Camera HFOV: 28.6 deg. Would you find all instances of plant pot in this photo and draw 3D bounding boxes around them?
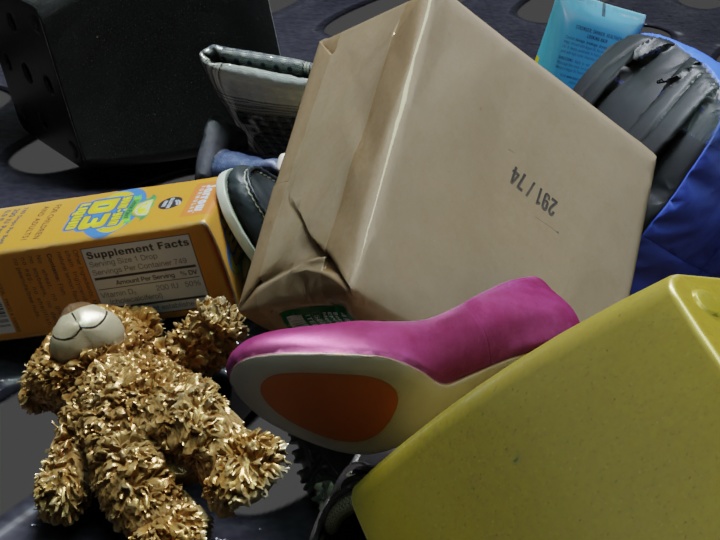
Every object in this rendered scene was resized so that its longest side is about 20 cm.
[{"bbox_3d":[0.148,0.114,0.571,0.198,0.177,0.201,4,45,-37],"label":"plant pot"},{"bbox_3d":[-0.192,-0.191,1.144,0.176,0.202,0.199,-28,34,-24],"label":"plant pot"}]

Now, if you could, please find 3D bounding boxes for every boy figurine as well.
[{"bbox_3d":[-0.020,-0.065,1.012,0.197,0.065,0.124,10,-3,21],"label":"boy figurine"}]

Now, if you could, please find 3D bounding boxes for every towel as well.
[{"bbox_3d":[-0.006,-0.097,1.060,0.197,0.193,0.035,11,70,16],"label":"towel"}]

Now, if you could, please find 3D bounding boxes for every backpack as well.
[{"bbox_3d":[0.195,-0.047,0.951,0.167,0.201,0.163,19,19,-37],"label":"backpack"}]

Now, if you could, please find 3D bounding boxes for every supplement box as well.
[{"bbox_3d":[-0.166,-0.006,0.861,0.197,0.070,0.067,-6,30,13],"label":"supplement box"}]

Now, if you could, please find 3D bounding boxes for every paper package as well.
[{"bbox_3d":[0.057,-0.022,0.789,0.199,0.193,0.103,31,-27,-33],"label":"paper package"}]

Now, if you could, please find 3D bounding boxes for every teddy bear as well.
[{"bbox_3d":[-0.117,0.076,0.745,0.144,0.067,0.201,-34,46,11],"label":"teddy bear"}]

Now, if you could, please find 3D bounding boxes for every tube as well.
[{"bbox_3d":[0.137,-0.099,1.022,0.077,0.202,0.050,7,26,-32],"label":"tube"}]

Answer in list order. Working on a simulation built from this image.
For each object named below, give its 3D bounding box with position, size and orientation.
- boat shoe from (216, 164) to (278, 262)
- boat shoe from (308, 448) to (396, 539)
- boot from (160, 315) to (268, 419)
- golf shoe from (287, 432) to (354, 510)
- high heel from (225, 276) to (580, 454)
[{"bbox_3d":[0.000,0.002,0.845,0.200,0.066,0.075,49,29,-13],"label":"boat shoe"},{"bbox_3d":[0.013,0.124,0.654,0.072,0.065,0.202,-1,48,21],"label":"boat shoe"},{"bbox_3d":[-0.093,0.021,0.915,0.163,0.066,0.200,2,34,34],"label":"boot"},{"bbox_3d":[0.043,0.121,0.763,0.199,0.078,0.088,34,19,32],"label":"golf shoe"},{"bbox_3d":[0.024,0.030,0.665,0.197,0.068,0.097,5,46,-24],"label":"high heel"}]
